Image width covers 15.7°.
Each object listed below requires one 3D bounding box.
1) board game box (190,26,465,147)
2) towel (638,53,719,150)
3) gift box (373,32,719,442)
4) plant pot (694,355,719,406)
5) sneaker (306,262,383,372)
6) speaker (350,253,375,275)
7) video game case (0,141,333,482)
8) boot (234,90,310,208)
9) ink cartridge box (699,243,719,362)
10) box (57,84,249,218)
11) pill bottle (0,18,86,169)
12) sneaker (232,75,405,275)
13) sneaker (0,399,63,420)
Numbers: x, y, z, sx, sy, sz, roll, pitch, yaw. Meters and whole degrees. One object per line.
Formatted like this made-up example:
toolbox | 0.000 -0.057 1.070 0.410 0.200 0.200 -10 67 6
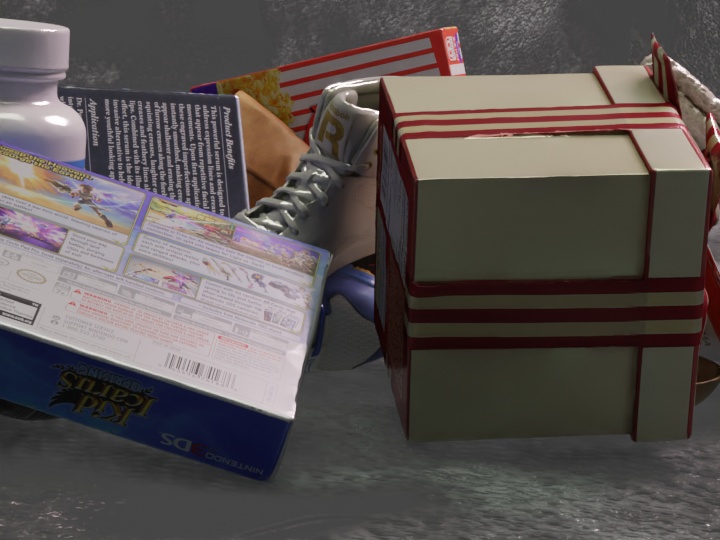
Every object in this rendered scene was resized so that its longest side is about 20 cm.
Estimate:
board game box | -0.011 -0.082 1.906 0.199 0.153 0.046 -13 3 17
towel | 0.250 -0.058 1.669 0.200 0.034 0.133 43 -6 8
gift box | 0.107 -0.024 1.467 0.185 0.186 0.200 -1 29 -6
plant pot | 0.122 0.063 1.597 0.198 0.028 0.200 5 7 -1
sneaker | -0.072 0.038 1.563 0.198 0.076 0.088 4 25 3
speaker | 0.000 0.000 1.643 0.198 0.082 0.081 -6 8 2
video game case | -0.123 0.018 1.346 0.199 0.046 0.182 18 29 -3
boot | -0.016 -0.070 1.850 0.199 0.189 0.069 33 -12 31
ink cartridge box | 0.192 -0.009 1.618 0.057 0.163 0.200 -23 31 9
box | -0.191 -0.048 1.721 0.199 0.108 0.148 2 -18 -26
pill bottle | -0.215 -0.042 1.493 0.111 0.202 0.112 5 7 -1
sneaker | -0.034 -0.050 1.531 0.074 0.116 0.199 34 45 29
sneaker | -0.128 0.046 1.403 0.090 0.067 0.200 7 5 28
